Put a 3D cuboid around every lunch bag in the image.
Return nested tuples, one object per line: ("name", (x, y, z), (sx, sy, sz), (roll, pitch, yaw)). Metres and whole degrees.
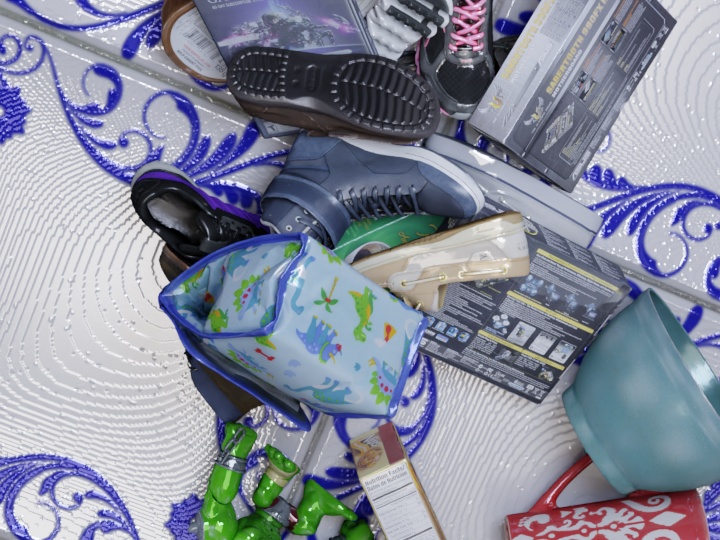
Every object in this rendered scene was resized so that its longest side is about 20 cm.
("lunch bag", (-0.071, 0.058, 1.516), (0.170, 0.199, 0.128), (37, 66, -32))

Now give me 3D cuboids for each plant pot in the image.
("plant pot", (0.283, 0.137, 1.649), (0.134, 0.201, 0.201), (-33, 104, 14))

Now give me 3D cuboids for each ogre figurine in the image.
("ogre figurine", (-0.086, 0.256, 1.689), (0.120, 0.098, 0.200), (-52, 131, -7))

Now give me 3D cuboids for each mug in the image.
("mug", (0.249, 0.281, 1.727), (0.197, 0.179, 0.134), (-6, 140, 0))

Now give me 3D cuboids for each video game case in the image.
("video game case", (-0.058, -0.202, 1.541), (0.141, 0.019, 0.201), (-6, 140, 18))

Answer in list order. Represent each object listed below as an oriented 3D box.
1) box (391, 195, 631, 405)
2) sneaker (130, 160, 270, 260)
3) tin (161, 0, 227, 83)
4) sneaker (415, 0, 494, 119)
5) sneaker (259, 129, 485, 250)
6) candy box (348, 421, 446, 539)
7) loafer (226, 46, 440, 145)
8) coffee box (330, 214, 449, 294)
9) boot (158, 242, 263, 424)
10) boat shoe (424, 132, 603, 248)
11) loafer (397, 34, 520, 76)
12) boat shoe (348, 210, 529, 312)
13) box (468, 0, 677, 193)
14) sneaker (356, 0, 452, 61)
("box", (0.141, 0.030, 1.635), (0.199, 0.049, 0.162), (24, 116, -26))
("sneaker", (-0.135, -0.030, 1.609), (0.199, 0.100, 0.070), (26, 102, -10))
("tin", (-0.098, -0.242, 1.548), (0.199, 0.042, 0.112), (-28, 137, 28))
("sneaker", (0.095, -0.243, 1.551), (0.078, 0.095, 0.203), (2, 76, -6))
("sneaker", (0.002, -0.051, 1.536), (0.201, 0.077, 0.147), (19, 61, 26))
("candy box", (0.054, 0.266, 1.690), (0.055, 0.116, 0.202), (-24, 104, 0))
("loafer", (-0.023, -0.158, 1.532), (0.198, 0.071, 0.074), (14, 70, 3))
("coffee box", (0.000, 0.000, 1.625), (0.198, 0.044, 0.124), (-26, 134, -4))
("boot", (-0.150, 0.068, 1.641), (0.097, 0.075, 0.200), (-40, 112, 7))
("boat shoe", (0.144, -0.069, 1.642), (0.199, 0.074, 0.066), (28, 95, -10))
("loafer", (0.117, -0.186, 1.616), (0.197, 0.063, 0.073), (-7, 102, -4))
("boat shoe", (0.062, 0.004, 1.536), (0.198, 0.074, 0.070), (-17, 92, 20))
("box", (0.203, -0.188, 1.577), (0.158, 0.048, 0.201), (25, 97, -55))
("sneaker", (0.015, -0.236, 1.567), (0.075, 0.082, 0.199), (30, 140, -31))
